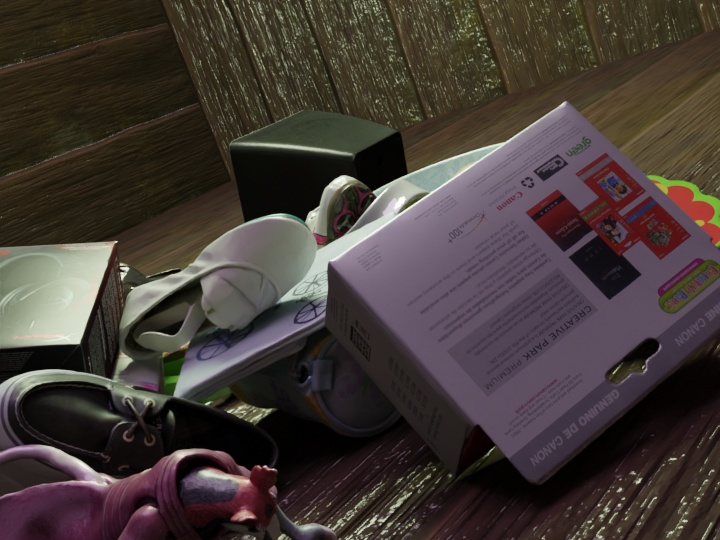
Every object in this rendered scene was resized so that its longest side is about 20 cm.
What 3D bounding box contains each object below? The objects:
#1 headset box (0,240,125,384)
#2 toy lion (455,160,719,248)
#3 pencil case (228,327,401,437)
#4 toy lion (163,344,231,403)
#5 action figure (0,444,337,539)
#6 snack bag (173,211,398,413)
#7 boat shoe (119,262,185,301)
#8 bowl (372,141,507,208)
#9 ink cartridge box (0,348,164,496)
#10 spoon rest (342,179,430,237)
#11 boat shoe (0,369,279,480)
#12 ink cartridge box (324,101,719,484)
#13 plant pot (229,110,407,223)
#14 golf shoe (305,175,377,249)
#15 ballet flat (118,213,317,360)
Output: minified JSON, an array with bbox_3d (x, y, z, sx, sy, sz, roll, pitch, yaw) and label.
[{"bbox_3d":[-0.259,0.044,0.798,0.147,0.078,0.200,-3,25,-3],"label":"headset box"},{"bbox_3d":[0.173,-0.024,0.810,0.190,0.069,0.201,-16,38,12],"label":"toy lion"},{"bbox_3d":[-0.039,0.076,0.831,0.090,0.084,0.200,-11,5,-25],"label":"pencil case"},{"bbox_3d":[-0.115,0.079,1.050,0.191,0.069,0.199,1,24,45],"label":"toy lion"},{"bbox_3d":[-0.110,0.127,0.575,0.199,0.150,0.134,-32,-3,39],"label":"action figure"},{"bbox_3d":[-0.045,0.023,0.814,0.199,0.022,0.189,-28,14,5],"label":"snack bag"},{"bbox_3d":[-0.224,0.026,0.987,0.073,0.065,0.200,-10,-5,24],"label":"boat shoe"},{"bbox_3d":[0.106,-0.053,1.124,0.199,0.108,0.200,-21,10,4],"label":"bowl"},{"bbox_3d":[-0.208,0.114,0.820,0.116,0.068,0.200,-2,23,-7],"label":"ink cartridge box"},{"bbox_3d":[0.000,0.000,0.970,0.099,0.061,0.201,26,77,25],"label":"spoon rest"},{"bbox_3d":[-0.138,0.103,0.690,0.056,0.069,0.199,-24,-34,39],"label":"boat shoe"},{"bbox_3d":[0.108,0.023,0.657,0.199,0.176,0.084,-34,-23,-20],"label":"ink cartridge box"},{"bbox_3d":[-0.038,-0.107,1.494,0.176,0.202,0.199,2,21,32],"label":"plant pot"},{"bbox_3d":[-0.029,-0.033,1.072,0.072,0.092,0.201,-38,-24,-22],"label":"golf shoe"},{"bbox_3d":[-0.110,0.023,0.793,0.199,0.070,0.069,-23,7,37],"label":"ballet flat"}]
